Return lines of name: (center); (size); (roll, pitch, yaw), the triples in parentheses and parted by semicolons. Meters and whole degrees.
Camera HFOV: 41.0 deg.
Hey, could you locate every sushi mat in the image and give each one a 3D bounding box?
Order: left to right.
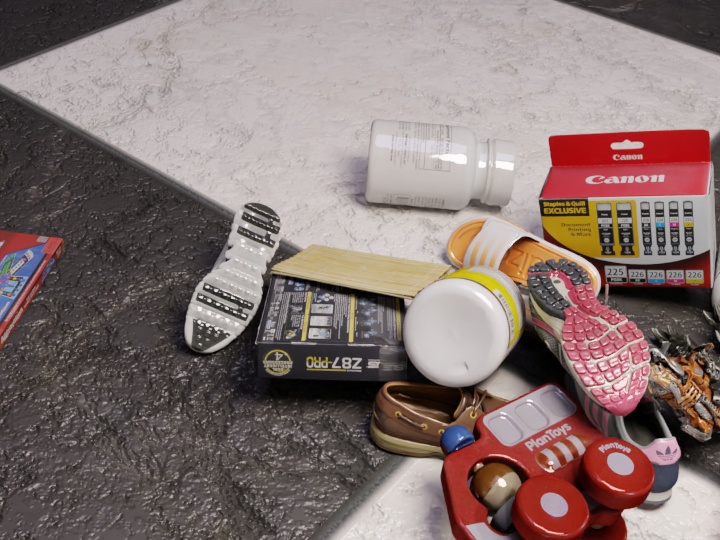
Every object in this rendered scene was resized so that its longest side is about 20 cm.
sushi mat: (0.000, 0.000, 1.113); (0.198, 0.012, 0.095); (10, 23, 31)

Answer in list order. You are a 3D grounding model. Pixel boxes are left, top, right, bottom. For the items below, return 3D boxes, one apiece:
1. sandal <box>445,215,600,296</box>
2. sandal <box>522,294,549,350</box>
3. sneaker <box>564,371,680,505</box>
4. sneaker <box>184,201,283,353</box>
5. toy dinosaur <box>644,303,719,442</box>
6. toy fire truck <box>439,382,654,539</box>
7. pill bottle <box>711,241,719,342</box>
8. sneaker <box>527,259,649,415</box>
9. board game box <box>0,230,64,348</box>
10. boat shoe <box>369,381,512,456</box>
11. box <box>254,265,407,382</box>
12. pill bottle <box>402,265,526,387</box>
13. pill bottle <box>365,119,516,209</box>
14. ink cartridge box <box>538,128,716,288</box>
sandal: (0.192, -0.014, 1.179); (0.205, 0.080, 0.059); (20, 12, 28)
sandal: (0.241, 0.058, 1.107); (0.081, 0.055, 0.199); (-11, 26, -34)
sneaker: (0.277, 0.143, 1.008); (0.069, 0.083, 0.201); (-7, 36, -15)
sneaker: (-0.152, 0.017, 1.142); (0.075, 0.081, 0.201); (30, 58, -9)
toy dinosaur: (0.357, 0.122, 1.010); (0.101, 0.200, 0.137); (-12, 54, 27)
toy fire truck: (0.160, 0.197, 0.898); (0.199, 0.113, 0.168); (-19, 47, -28)
pill bottle: (0.487, 0.013, 1.172); (0.109, 0.110, 0.200); (16, 40, 14)
sneaker: (0.231, 0.072, 0.982); (0.080, 0.075, 0.201); (-12, 38, -5)
board game box: (-0.439, 0.020, 1.145); (0.102, 0.020, 0.201); (7, 38, 5)
boat shoe: (0.109, 0.154, 0.990); (0.198, 0.068, 0.072); (6, 38, 2)
box: (-0.029, 0.054, 1.081); (0.159, 0.050, 0.200); (0, 24, 0)
pill bottle: (0.119, 0.054, 1.040); (0.108, 0.110, 0.200); (16, 10, 15)
pill bottle: (0.109, -0.143, 1.328); (0.198, 0.115, 0.115); (5, 38, 1)
ink cartridge box: (0.324, -0.073, 1.174); (0.198, 0.177, 0.084); (0, 34, 24)
